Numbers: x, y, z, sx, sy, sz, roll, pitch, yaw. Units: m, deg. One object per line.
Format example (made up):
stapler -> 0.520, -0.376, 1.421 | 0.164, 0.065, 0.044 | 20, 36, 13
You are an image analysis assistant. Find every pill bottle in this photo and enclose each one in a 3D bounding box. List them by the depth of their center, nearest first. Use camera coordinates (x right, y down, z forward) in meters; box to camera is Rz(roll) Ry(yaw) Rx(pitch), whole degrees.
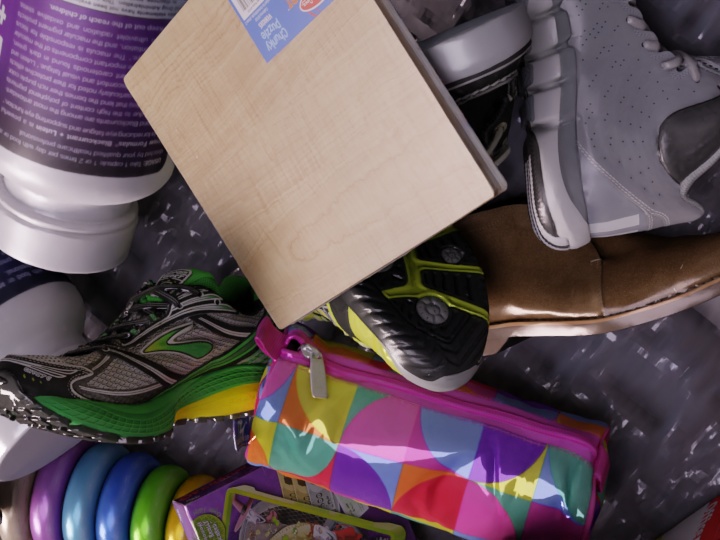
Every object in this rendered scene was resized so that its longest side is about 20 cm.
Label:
pill bottle -> -0.147, -0.105, 0.795 | 0.111, 0.111, 0.201 | 24, 115, 16
pill bottle -> -0.234, 0.019, 0.861 | 0.200, 0.116, 0.116 | 48, 120, 13

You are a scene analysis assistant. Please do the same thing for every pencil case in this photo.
pencil case -> 0.033, 0.091, 0.777 | 0.199, 0.088, 0.089 | 18, 114, 5

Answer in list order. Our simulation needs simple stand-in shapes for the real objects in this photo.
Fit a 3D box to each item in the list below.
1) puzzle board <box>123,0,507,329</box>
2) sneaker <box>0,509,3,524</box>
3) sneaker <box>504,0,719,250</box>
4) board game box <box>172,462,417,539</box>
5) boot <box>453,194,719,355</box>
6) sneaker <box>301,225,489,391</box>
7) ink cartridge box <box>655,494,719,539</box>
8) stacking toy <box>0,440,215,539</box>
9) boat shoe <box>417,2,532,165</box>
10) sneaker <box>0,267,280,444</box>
puzzle board -> -0.028, -0.066, 0.662 | 0.151, 0.017, 0.200 | 58, 145, 0
sneaker -> -0.300, 0.101, 0.866 | 0.200, 0.073, 0.085 | 41, 76, 9
sneaker -> 0.130, -0.114, 0.700 | 0.115, 0.075, 0.201 | -6, 94, 2
board game box -> -0.015, 0.196, 0.839 | 0.032, 0.120, 0.201 | -6, 107, 63
boot -> 0.111, -0.006, 0.738 | 0.199, 0.074, 0.076 | -12, 92, 30
sneaker -> 0.000, 0.000, 0.764 | 0.200, 0.075, 0.077 | 50, 144, 41
ink cartridge box -> 0.162, 0.186, 0.747 | 0.067, 0.116, 0.200 | 48, 120, 2
stacking toy -> -0.115, 0.148, 0.891 | 0.199, 0.085, 0.086 | 7, 110, 15
boat shoe -> 0.045, -0.075, 0.684 | 0.071, 0.200, 0.064 | -25, 91, -6
sneaker -> -0.119, 0.042, 0.789 | 0.078, 0.200, 0.086 | 7, 100, 34
